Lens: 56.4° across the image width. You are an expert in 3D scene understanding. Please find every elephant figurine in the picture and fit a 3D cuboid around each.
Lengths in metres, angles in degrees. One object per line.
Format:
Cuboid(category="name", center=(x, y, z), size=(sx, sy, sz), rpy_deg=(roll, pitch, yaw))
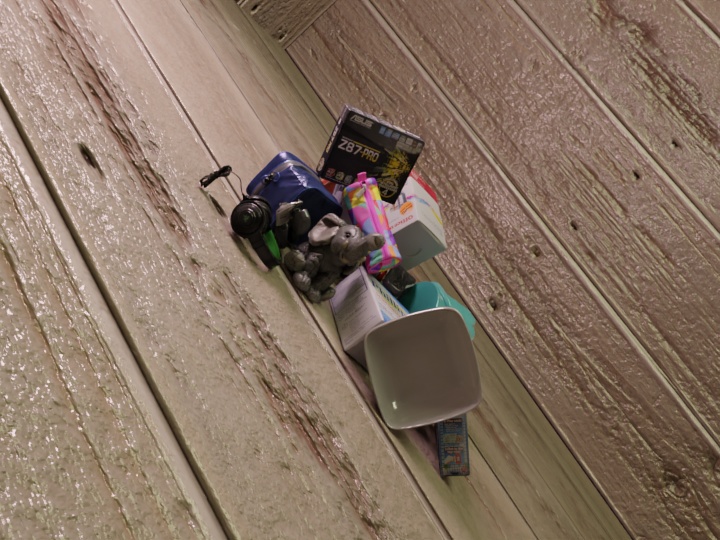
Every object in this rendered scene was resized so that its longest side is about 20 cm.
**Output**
Cuboid(category="elephant figurine", center=(-0.041, -0.040, 1.324), size=(0.156, 0.199, 0.141), rpy_deg=(56, 13, 22))

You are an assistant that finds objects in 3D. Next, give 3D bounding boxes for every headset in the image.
Cuboid(category="headset", center=(-0.208, -0.092, 1.213), size=(0.124, 0.093, 0.203), rpy_deg=(-98, 164, -76))

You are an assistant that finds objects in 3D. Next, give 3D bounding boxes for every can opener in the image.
Cuboid(category="can opener", center=(-0.134, -0.080, 1.275), size=(0.067, 0.052, 0.200), rpy_deg=(66, -14, 8))

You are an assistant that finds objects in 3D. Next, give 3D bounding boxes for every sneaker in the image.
Cuboid(category="sneaker", center=(0.071, 0.042, 1.600), size=(0.072, 0.083, 0.200), rpy_deg=(42, 20, 8))

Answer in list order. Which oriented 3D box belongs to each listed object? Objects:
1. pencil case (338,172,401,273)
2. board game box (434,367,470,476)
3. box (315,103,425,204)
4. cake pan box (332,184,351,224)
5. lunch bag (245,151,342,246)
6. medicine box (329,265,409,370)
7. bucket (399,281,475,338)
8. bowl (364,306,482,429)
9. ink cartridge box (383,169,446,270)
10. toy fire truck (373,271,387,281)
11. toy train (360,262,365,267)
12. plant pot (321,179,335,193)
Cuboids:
Cuboid(category="pencil case", center=(0.022, -0.097, 1.415), size=(0.203, 0.087, 0.088), rpy_deg=(71, 16, 11))
Cuboid(category="board game box", center=(0.180, 0.271, 1.359), size=(0.200, 0.060, 0.204), rpy_deg=(-81, 168, -74))
Cuboid(category="box", center=(0.022, -0.251, 1.475), size=(0.197, 0.163, 0.049), rpy_deg=(18, 22, -25))
Cuboid(category="cake pan box", center=(-0.049, -0.117, 1.589), size=(0.051, 0.203, 0.185), rpy_deg=(16, 21, -11))
Cuboid(category="lunch bag", center=(-0.146, -0.153, 1.411), size=(0.133, 0.136, 0.200), rpy_deg=(53, 9, 27))
Cuboid(category="medicine box", center=(0.038, 0.123, 1.398), size=(0.182, 0.102, 0.201), rpy_deg=(44, 15, -33))
Cuboid(category="bucket", center=(0.164, 0.136, 1.631), size=(0.134, 0.207, 0.208), rpy_deg=(39, 16, -28))
Cuboid(category="bowl", center=(0.115, 0.175, 1.244), size=(0.075, 0.196, 0.204), rpy_deg=(-68, 143, -86))
Cuboid(category="ink cartridge box", center=(0.118, -0.131, 1.741), size=(0.144, 0.144, 0.203), rpy_deg=(39, 33, -41))
Cuboid(category="toy fire truck", center=(0.017, 0.012, 1.661), size=(0.176, 0.128, 0.200), rpy_deg=(47, 3, -23))
Cuboid(category="toy train", center=(0.000, 0.000, 1.545), size=(0.034, 0.045, 0.205), rpy_deg=(-107, -166, -85))
Cuboid(category="plant pot", center=(-0.027, -0.180, 1.870), size=(0.197, 0.199, 0.201), rpy_deg=(58, 10, -12))
